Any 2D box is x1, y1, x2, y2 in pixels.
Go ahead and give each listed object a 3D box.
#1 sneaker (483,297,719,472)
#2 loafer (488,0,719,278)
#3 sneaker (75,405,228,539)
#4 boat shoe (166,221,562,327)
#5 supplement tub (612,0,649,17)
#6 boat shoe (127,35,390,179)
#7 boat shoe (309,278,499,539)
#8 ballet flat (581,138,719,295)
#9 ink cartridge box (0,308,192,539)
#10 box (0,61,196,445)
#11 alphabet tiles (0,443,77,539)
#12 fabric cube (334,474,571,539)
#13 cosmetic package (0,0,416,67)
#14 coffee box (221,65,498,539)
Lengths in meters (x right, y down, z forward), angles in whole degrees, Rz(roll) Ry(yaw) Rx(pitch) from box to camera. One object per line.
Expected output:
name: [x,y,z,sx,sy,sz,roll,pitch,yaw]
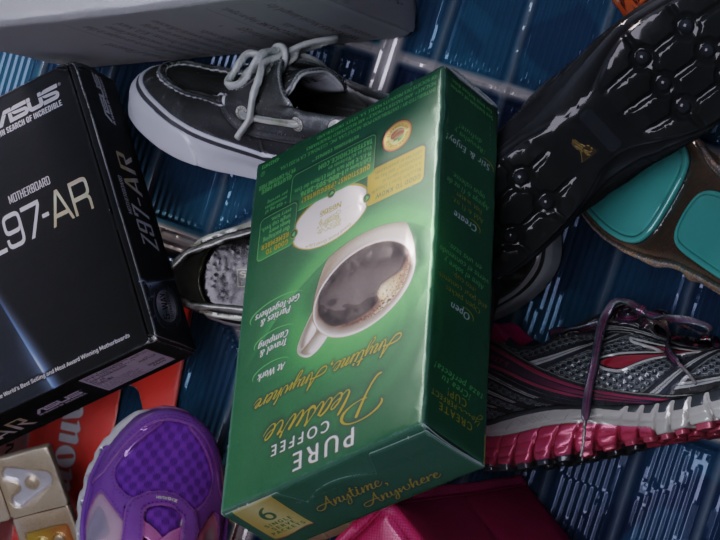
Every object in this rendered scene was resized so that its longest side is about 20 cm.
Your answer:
sneaker: [0.143,0.046,1.202,0.200,0.081,0.075,-12,82,21]
loafer: [0.116,-0.076,1.173,0.201,0.070,0.068,-40,102,12]
sneaker: [-0.106,0.165,1.248,0.080,0.088,0.200,16,78,-14]
boat shoe: [0.000,0.000,1.266,0.200,0.064,0.071,-9,85,21]
supplement tub: [0.123,-0.223,1.193,0.122,0.123,0.200,-31,78,18]
boat shoe: [-0.034,-0.080,1.256,0.199,0.074,0.068,25,126,35]
boat shoe: [0.007,0.066,1.252,0.072,0.065,0.200,43,130,3]
ballet flat: [0.164,-0.020,1.193,0.068,0.067,0.200,-54,37,9]
ink cartridge box: [-0.188,0.080,1.349,0.174,0.044,0.200,11,92,22]
box: [-0.197,0.007,1.298,0.200,0.044,0.160,-24,70,18]
alphabet tiles: [-0.206,0.204,1.337,0.167,0.008,0.200,-16,99,15]
fabric cube: [0.039,0.234,1.173,0.196,0.200,0.199,-43,74,16]
cosmetic package: [-0.095,-0.197,1.254,0.200,0.166,0.167,-4,87,20]
coffee box: [0.001,0.016,1.127,0.123,0.044,0.200,-27,43,33]
